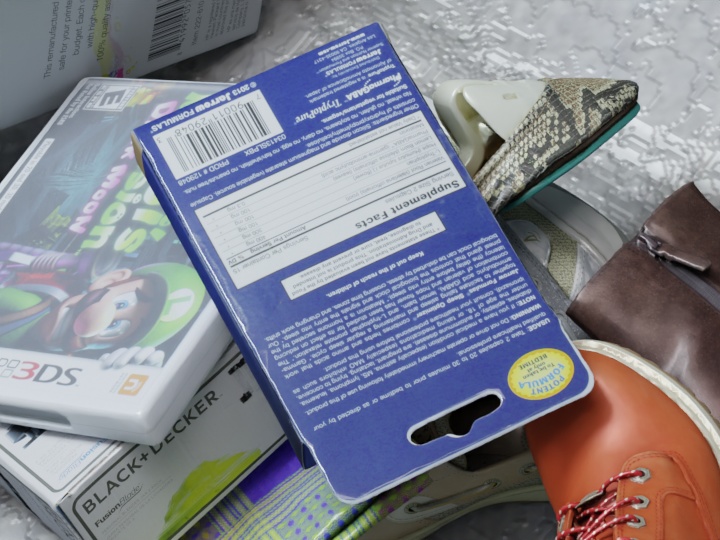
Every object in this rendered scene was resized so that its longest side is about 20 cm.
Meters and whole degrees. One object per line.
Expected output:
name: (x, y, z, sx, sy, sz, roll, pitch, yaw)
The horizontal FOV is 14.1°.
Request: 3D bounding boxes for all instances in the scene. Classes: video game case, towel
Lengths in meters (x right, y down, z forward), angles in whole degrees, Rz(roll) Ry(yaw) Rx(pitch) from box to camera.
video game case: (-0.108, -0.011, 1.303, 0.181, 0.023, 0.200, 6, 49, 39)
towel: (-0.066, 0.081, 1.305, 0.143, 0.023, 0.200, -36, 36, -6)

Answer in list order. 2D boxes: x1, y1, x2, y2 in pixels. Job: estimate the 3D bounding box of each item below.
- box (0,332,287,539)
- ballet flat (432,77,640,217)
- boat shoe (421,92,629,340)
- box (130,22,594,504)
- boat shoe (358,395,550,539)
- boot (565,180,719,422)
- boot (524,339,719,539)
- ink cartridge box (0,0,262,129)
box: (-0.128, 0.050, 1.317, 0.117, 0.060, 0.200, -42, 37, -15)
ballet flat: (0.040, -0.036, 1.282, 0.200, 0.068, 0.075, -46, 102, -16)
boat shoe: (0.034, -0.025, 1.357, 0.202, 0.075, 0.065, 33, 54, 20)
box: (0.000, 0.000, 1.213, 0.121, 0.032, 0.200, -24, 62, -11)
boat shoe: (0.032, 0.078, 1.304, 0.199, 0.065, 0.072, -11, 58, 5)
boot: (0.151, 0.072, 1.254, 0.166, 0.072, 0.200, 38, 57, 6)
boot: (0.108, 0.104, 1.158, 0.075, 0.107, 0.200, -44, 56, 24)
ink cartridge box: (-0.142, -0.159, 1.396, 0.199, 0.145, 0.085, -25, 54, -34)
